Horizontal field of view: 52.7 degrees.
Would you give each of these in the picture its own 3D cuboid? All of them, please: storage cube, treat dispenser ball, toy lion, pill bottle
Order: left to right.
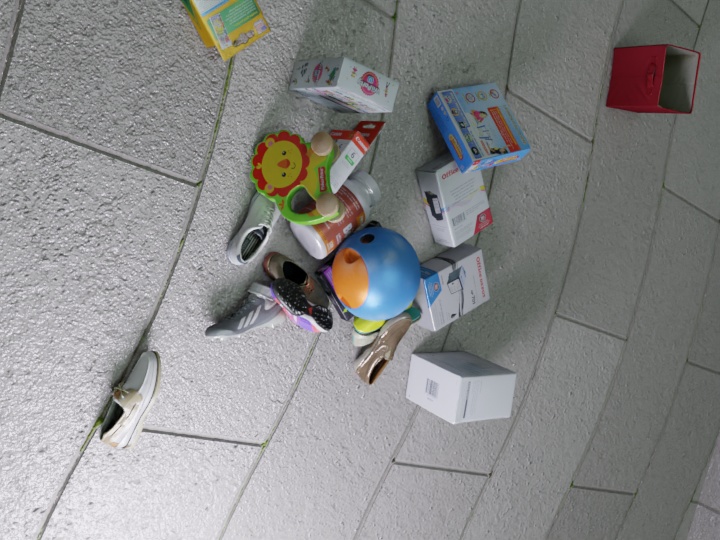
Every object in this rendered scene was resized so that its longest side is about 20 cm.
[{"bbox_3d":[-0.134,-0.190,1.488,0.069,0.188,0.205,31,52,-72],"label":"toy lion"},{"bbox_3d":[-0.051,-0.129,1.604,0.200,0.111,0.113,-42,121,-19],"label":"pill bottle"},{"bbox_3d":[0.035,0.007,1.597,0.198,0.200,0.206,-8,105,-33],"label":"treat dispenser ball"},{"bbox_3d":[0.843,-0.547,2.098,0.197,0.179,0.175,-2,102,-35],"label":"storage cube"}]

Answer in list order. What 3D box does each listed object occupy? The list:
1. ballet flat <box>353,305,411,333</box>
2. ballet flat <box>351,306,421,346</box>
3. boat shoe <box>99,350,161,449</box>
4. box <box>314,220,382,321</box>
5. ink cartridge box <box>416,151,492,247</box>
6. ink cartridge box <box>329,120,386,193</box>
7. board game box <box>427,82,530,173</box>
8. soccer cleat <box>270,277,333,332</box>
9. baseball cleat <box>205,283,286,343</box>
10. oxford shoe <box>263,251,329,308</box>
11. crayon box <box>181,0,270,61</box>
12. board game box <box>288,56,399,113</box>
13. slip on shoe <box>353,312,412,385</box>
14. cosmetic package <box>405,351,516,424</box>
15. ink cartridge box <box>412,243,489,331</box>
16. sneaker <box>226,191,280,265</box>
[{"bbox_3d":[0.060,0.083,1.740,0.198,0.067,0.068,-25,150,-41],"label":"ballet flat"},{"bbox_3d":[0.060,0.138,1.783,0.197,0.068,0.063,-12,135,-29],"label":"ballet flat"},{"bbox_3d":[-0.451,0.253,1.430,0.068,0.074,0.204,18,90,-41],"label":"boat shoe"},{"bbox_3d":[0.000,0.000,1.715,0.200,0.036,0.144,-43,121,-21],"label":"box"},{"bbox_3d":[0.236,-0.185,1.810,0.144,0.082,0.203,-30,116,-26],"label":"ink cartridge box"},{"bbox_3d":[-0.039,-0.264,1.583,0.050,0.108,0.202,43,75,-33],"label":"ink cartridge box"},{"bbox_3d":[0.287,-0.349,1.763,0.193,0.056,0.203,-15,73,-31],"label":"board game box"},{"bbox_3d":[-0.140,0.083,1.580,0.199,0.072,0.069,39,47,-45],"label":"soccer cleat"},{"bbox_3d":[-0.247,0.085,1.550,0.198,0.069,0.109,-13,102,-43],"label":"baseball cleat"},{"bbox_3d":[-0.130,0.037,1.607,0.199,0.074,0.071,40,75,-35],"label":"oxford shoe"},{"bbox_3d":[-0.274,-0.523,1.398,0.125,0.051,0.202,-39,119,-22],"label":"crayon box"},{"bbox_3d":[-0.037,-0.380,1.504,0.146,0.199,0.066,15,92,-36],"label":"board game box"},{"bbox_3d":[0.061,0.187,1.731,0.200,0.061,0.075,-48,142,16],"label":"slip on shoe"},{"bbox_3d":[0.256,0.292,1.857,0.197,0.198,0.126,3,99,-35],"label":"cosmetic package"},{"bbox_3d":[0.224,0.040,1.852,0.198,0.085,0.149,-26,114,-26],"label":"ink cartridge box"},{"bbox_3d":[-0.206,-0.097,1.527,0.073,0.070,0.203,32,81,-35],"label":"sneaker"}]
